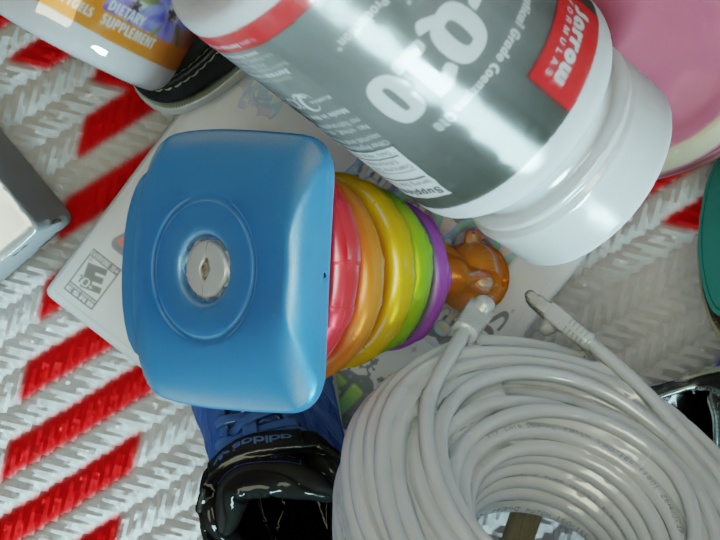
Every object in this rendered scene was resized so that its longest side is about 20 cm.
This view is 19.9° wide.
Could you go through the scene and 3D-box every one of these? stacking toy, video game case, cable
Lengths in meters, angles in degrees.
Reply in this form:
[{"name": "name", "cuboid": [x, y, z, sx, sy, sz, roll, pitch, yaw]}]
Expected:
[{"name": "stacking toy", "cuboid": [0.000, 0.000, 0.914, 0.110, 0.200, 0.116, 3, 92, 41]}, {"name": "video game case", "cuboid": [-0.021, -0.001, 1.001, 0.200, 0.024, 0.182, 38, 94, -1]}, {"name": "cable", "cuboid": [0.081, 0.115, 0.862, 0.200, 0.200, 0.069, 39, 131, 13]}]

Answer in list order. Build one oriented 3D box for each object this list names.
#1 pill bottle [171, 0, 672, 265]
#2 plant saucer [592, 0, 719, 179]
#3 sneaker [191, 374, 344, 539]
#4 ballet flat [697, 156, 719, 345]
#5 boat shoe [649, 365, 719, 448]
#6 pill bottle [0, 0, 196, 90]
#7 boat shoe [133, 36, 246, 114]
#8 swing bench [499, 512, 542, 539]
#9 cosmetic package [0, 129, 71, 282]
[{"name": "pill bottle", "cuboid": [0.031, -0.093, 0.845, 0.200, 0.114, 0.114, 35, 94, -29]}, {"name": "plant saucer", "cuboid": [0.113, -0.116, 0.928, 0.200, 0.051, 0.201, 3, 127, 4]}, {"name": "sneaker", "cuboid": [-0.044, 0.066, 0.938, 0.077, 0.111, 0.201, -15, 94, 2]}, {"name": "ballet flat", "cuboid": [0.198, 0.027, 0.941, 0.069, 0.070, 0.200, 1, 51, 1]}, {"name": "boat shoe", "cuboid": [0.178, 0.073, 0.979, 0.199, 0.068, 0.074, -3, 94, 2]}, {"name": "pill bottle", "cuboid": [-0.087, -0.189, 0.885, 0.112, 0.112, 0.200, 29, 96, -1]}, {"name": "boat shoe", "cuboid": [-0.053, -0.167, 0.963, 0.076, 0.060, 0.200, 31, 90, 22]}, {"name": "swing bench", "cuboid": [0.124, 0.227, 0.911, 0.198, 0.200, 0.130, 24, 124, -2]}, {"name": "cosmetic package", "cuboid": [-0.231, -0.077, 0.962, 0.074, 0.102, 0.200, -38, 91, 4]}]
